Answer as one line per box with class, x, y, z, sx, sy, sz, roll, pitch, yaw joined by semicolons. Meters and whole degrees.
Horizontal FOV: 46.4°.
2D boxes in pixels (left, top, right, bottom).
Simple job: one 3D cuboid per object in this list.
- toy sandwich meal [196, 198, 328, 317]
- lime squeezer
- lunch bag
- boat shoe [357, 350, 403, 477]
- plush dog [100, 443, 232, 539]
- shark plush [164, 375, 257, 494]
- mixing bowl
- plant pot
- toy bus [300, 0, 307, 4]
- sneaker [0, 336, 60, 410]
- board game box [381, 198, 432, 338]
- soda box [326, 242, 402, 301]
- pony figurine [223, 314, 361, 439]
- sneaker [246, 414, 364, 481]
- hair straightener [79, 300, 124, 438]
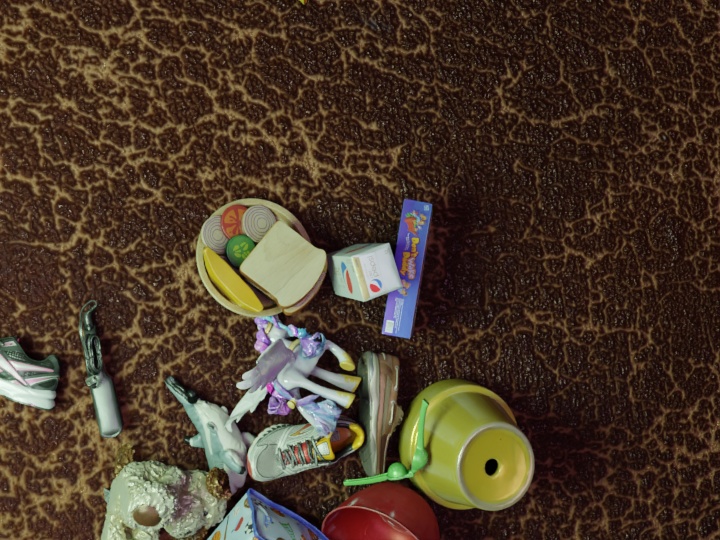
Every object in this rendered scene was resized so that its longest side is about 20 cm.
toy sandwich meal;-0.149;-0.021;1.263;0.200;0.070;0.210;5;72;-17
lime squeezer;0.057;0.289;1.279;0.070;0.038;0.200;37;112;-10
lunch bag;-0.133;0.459;1.259;0.199;0.124;0.170;37;103;-27
boat shoe;0.036;0.231;1.342;0.070;0.076;0.205;0;96;-20
plush dog;-0.280;0.342;1.239;0.169;0.162;0.201;15;128;-26
shark plush;-0.237;0.253;1.276;0.083;0.091;0.201;-33;107;20
mixing bowl;0.047;0.407;1.307;0.201;0.199;0.109;52;41;-10
plant pot;0.176;0.286;1.320;0.196;0.189;0.206;0;92;-13
toy bus;-0.091;-0.546;1.274;0.191;0.136;0.201;37;80;4
sneaker;-0.524;0.132;1.201;0.197;0.080;0.088;22;74;-22
board game box;0.075;0.000;1.311;0.044;0.134;0.205;9;89;5
soda box;0.000;0.000;1.260;0.062;0.200;0.070;-19;96;-13
pony figurine;-0.106;0.160;1.261;0.198;0.167;0.194;33;46;-1
sneaker;-0.083;0.267;1.287;0.197;0.082;0.080;-17;95;-28
hair straightener;-0.380;0.145;1.228;0.040;0.077;0.205;-7;93;-12
